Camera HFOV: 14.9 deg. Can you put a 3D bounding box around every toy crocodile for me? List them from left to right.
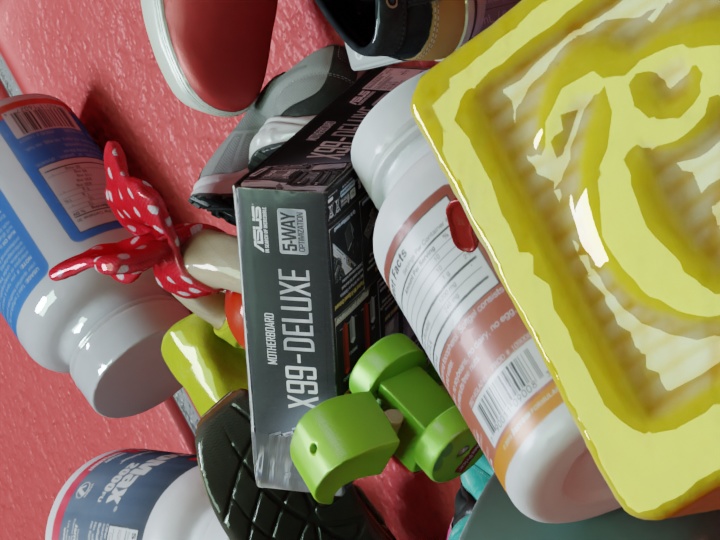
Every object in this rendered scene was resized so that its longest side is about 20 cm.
[{"bbox_3d":[0.055,0.058,1.320,0.068,0.200,0.062,45,140,27],"label":"toy crocodile"}]

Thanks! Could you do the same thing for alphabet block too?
[{"bbox_3d":[0.174,-0.035,1.039,0.196,0.200,0.196,-37,72,26],"label":"alphabet block"}]

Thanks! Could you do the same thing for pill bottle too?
[{"bbox_3d":[-0.182,-0.007,1.729,0.200,0.112,0.112,54,143,28],"label":"pill bottle"},{"bbox_3d":[-0.097,0.172,1.677,0.200,0.119,0.120,0,104,56],"label":"pill bottle"},{"bbox_3d":[0.075,0.005,1.249,0.200,0.112,0.112,61,146,30],"label":"pill bottle"}]

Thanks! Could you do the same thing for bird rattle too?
[{"bbox_3d":[-0.063,0.006,1.525,0.163,0.113,0.200,11,151,30],"label":"bird rattle"}]

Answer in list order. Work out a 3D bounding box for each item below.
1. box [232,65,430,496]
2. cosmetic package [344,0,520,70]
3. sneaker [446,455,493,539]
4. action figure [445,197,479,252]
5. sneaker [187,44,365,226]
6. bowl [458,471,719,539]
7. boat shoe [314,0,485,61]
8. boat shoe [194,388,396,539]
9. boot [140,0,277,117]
[{"bbox_3d":[0.000,0.000,1.387,0.050,0.200,0.158,5,113,20],"label":"box"},{"bbox_3d":[0.031,-0.206,1.322,0.090,0.107,0.201,-4,102,55],"label":"cosmetic package"},{"bbox_3d":[0.079,0.136,1.435,0.200,0.083,0.121,96,-163,-84],"label":"sneaker"},{"bbox_3d":[0.099,-0.091,1.220,0.065,0.200,0.052,16,145,14],"label":"action figure"},{"bbox_3d":[-0.038,-0.067,1.538,0.200,0.074,0.080,-34,37,66],"label":"sneaker"},{"bbox_3d":[0.124,0.171,1.303,0.105,0.201,0.202,18,121,30],"label":"bowl"},{"bbox_3d":[-0.019,-0.173,1.260,0.200,0.062,0.075,56,143,23],"label":"boat shoe"},{"bbox_3d":[-0.022,0.152,1.549,0.200,0.076,0.074,52,180,-11],"label":"boat shoe"},{"bbox_3d":[-0.051,-0.186,1.461,0.144,0.072,0.201,-5,84,54],"label":"boot"}]
